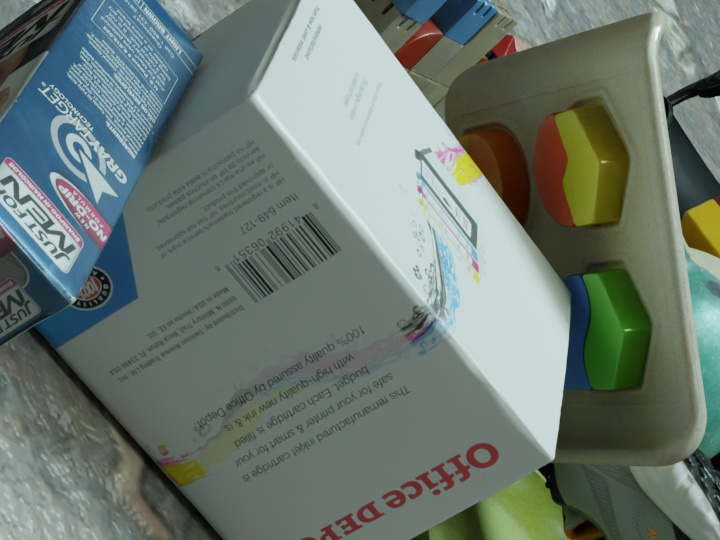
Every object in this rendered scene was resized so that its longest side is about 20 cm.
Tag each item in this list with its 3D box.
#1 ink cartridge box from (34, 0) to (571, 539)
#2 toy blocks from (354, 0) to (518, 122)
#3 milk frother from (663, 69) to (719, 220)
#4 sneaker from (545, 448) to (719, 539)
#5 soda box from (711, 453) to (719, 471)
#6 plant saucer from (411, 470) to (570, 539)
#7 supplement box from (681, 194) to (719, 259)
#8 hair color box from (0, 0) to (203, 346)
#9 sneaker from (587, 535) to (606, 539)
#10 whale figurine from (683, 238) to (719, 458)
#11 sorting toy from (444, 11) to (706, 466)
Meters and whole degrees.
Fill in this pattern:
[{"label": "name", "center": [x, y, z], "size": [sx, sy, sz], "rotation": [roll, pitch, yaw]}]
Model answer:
[{"label": "ink cartridge box", "center": [-0.025, 0.005, 0.906], "size": [0.200, 0.147, 0.145], "rotation": [51, 26, -19]}, {"label": "toy blocks", "center": [0.018, -0.112, 1.106], "size": [0.100, 0.137, 0.200], "rotation": [52, 16, 22]}, {"label": "milk frother", "center": [0.246, -0.039, 1.390], "size": [0.188, 0.199, 0.181], "rotation": [50, 47, -19]}, {"label": "sneaker", "center": [0.116, 0.081, 1.061], "size": [0.074, 0.079, 0.201], "rotation": [35, 20, -50]}, {"label": "soda box", "center": [0.268, 0.082, 1.485], "size": [0.070, 0.063, 0.200], "rotation": [51, 25, -23]}, {"label": "plant saucer", "center": [0.081, 0.178, 1.061], "size": [0.200, 0.031, 0.201], "rotation": [45, 28, -32]}, {"label": "supplement box", "center": [0.311, 0.032, 1.246], "size": [0.198, 0.199, 0.133], "rotation": [56, -21, 25]}, {"label": "hair color box", "center": [-0.134, -0.037, 0.800], "size": [0.061, 0.100, 0.200], "rotation": [50, 26, -19]}, {"label": "sneaker", "center": [0.166, 0.150, 1.154], "size": [0.199, 0.090, 0.079], "rotation": [2, 99, -50]}, {"label": "whale figurine", "center": [0.125, 0.033, 1.168], "size": [0.200, 0.159, 0.104], "rotation": [34, 37, 6]}, {"label": "sorting toy", "center": [0.091, -0.009, 1.003], "size": [0.036, 0.185, 0.201], "rotation": [-3, 88, -26]}]
